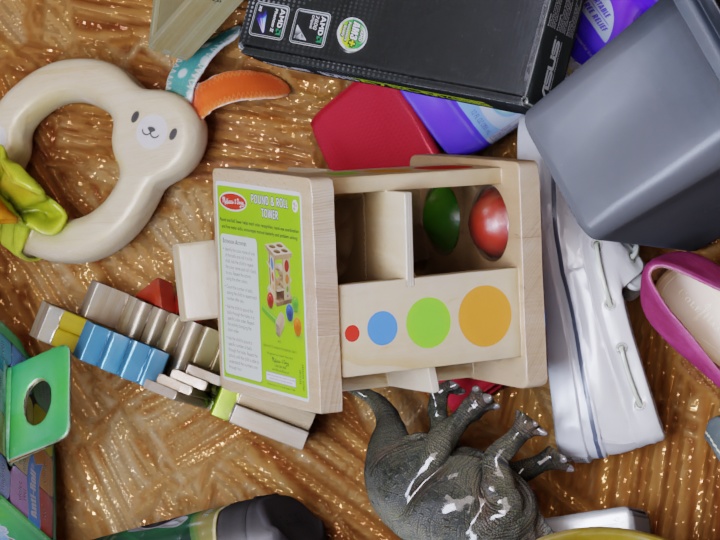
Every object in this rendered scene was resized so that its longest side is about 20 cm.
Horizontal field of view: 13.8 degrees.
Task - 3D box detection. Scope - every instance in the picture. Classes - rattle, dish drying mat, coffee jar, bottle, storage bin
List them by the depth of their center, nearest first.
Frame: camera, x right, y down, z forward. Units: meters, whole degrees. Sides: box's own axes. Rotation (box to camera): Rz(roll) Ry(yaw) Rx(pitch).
[{"bbox_3d":[0.181,-0.088,1.619,0.134,0.200,0.146,-34,73,21],"label":"storage bin"},{"bbox_3d":[0.114,-0.149,1.705,0.200,0.065,0.084,-33,106,11],"label":"bottle"},{"bbox_3d":[-0.117,0.189,1.725,0.200,0.104,0.085,-16,84,17],"label":"coffee jar"},{"bbox_3d":[0.037,-0.020,1.736,0.077,0.018,0.200,-37,73,33],"label":"dish drying mat"},{"bbox_3d":[-0.160,-0.090,1.764,0.200,0.143,0.130,-21,58,22],"label":"rattle"}]

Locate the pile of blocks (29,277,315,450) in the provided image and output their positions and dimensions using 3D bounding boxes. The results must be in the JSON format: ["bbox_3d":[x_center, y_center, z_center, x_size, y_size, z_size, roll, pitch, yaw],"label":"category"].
[{"bbox_3d":[-0.106,0.043,1.752,0.200,0.082,0.062,21,89,21],"label":"pile of blocks"}]

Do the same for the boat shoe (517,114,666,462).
[{"bbox_3d":[0.133,0.006,1.688,0.067,0.074,0.200,-9,91,9],"label":"boat shoe"}]

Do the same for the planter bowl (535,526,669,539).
[{"bbox_3d":[0.136,0.241,1.576,0.200,0.200,0.084,50,140,18],"label":"planter bowl"}]

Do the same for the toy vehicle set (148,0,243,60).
[{"bbox_3d":[-0.067,-0.218,1.716,0.026,0.200,0.124,16,62,-21],"label":"toy vehicle set"}]

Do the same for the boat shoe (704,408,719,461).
[{"bbox_3d":[0.231,0.169,1.625,0.062,0.073,0.200,-30,79,9],"label":"boat shoe"}]

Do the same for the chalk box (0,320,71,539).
[{"bbox_3d":[-0.254,0.099,1.758,0.200,0.124,0.125,-14,55,17],"label":"chalk box"}]

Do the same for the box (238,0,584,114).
[{"bbox_3d":[0.042,-0.198,1.673,0.193,0.047,0.200,14,87,33],"label":"box"}]

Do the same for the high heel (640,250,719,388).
[{"bbox_3d":[0.236,0.060,1.624,0.067,0.096,0.200,-47,71,7],"label":"high heel"}]

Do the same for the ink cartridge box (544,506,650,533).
[{"bbox_3d":[0.087,0.244,1.679,0.173,0.044,0.200,-10,80,18],"label":"ink cartridge box"}]

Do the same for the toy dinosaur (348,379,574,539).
[{"bbox_3d":[0.050,0.118,1.651,0.200,0.077,0.102,33,80,21],"label":"toy dinosaur"}]

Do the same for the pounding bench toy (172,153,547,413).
[{"bbox_3d":[0.000,0.000,1.669,0.200,0.156,0.124,9,103,62],"label":"pounding bench toy"}]
